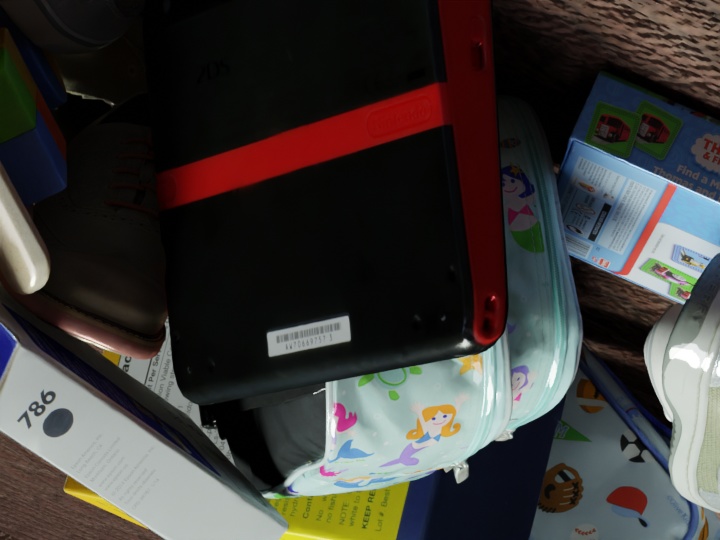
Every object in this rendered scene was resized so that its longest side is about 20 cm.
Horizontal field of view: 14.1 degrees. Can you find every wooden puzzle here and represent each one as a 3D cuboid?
[{"bbox_3d":[-0.161,-0.105,1.128,0.186,0.046,0.200,63,180,-22],"label":"wooden puzzle"}]

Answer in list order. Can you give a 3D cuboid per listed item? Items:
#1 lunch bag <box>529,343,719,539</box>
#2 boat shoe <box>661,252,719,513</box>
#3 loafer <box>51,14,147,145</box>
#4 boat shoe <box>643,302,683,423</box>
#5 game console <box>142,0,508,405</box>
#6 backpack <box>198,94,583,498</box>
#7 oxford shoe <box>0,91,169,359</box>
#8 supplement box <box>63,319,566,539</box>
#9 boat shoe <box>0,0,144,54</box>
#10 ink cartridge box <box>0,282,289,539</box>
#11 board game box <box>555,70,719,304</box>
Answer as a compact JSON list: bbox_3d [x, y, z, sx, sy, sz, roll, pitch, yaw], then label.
[{"bbox_3d":[0.083,0.114,1.434,0.200,0.160,0.076,52,179,34],"label":"lunch bag"},{"bbox_3d":[0.170,0.058,1.203,0.065,0.075,0.202,24,161,21],"label":"boat shoe"},{"bbox_3d":[-0.107,-0.076,1.321,0.200,0.068,0.076,32,164,-34],"label":"loafer"},{"bbox_3d":[0.180,0.065,1.379,0.068,0.072,0.200,12,170,41],"label":"boat shoe"},{"bbox_3d":[-0.015,-0.048,1.051,0.031,0.178,0.200,-3,174,-35],"label":"game console"},{"bbox_3d":[0.006,0.001,1.179,0.150,0.178,0.200,-7,171,-8],"label":"backpack"},{"bbox_3d":[-0.101,-0.024,1.176,0.070,0.075,0.200,24,-165,-15],"label":"oxford shoe"},{"bbox_3d":[-0.021,0.081,1.379,0.199,0.109,0.109,8,166,30],"label":"supplement box"},{"bbox_3d":[-0.106,-0.135,1.117,0.071,0.070,0.201,-5,165,11],"label":"boat shoe"},{"bbox_3d":[-0.119,0.049,1.160,0.200,0.039,0.099,41,-179,-41],"label":"ink cartridge box"},{"bbox_3d":[0.174,-0.006,1.183,0.199,0.037,0.151,25,166,3],"label":"board game box"}]
